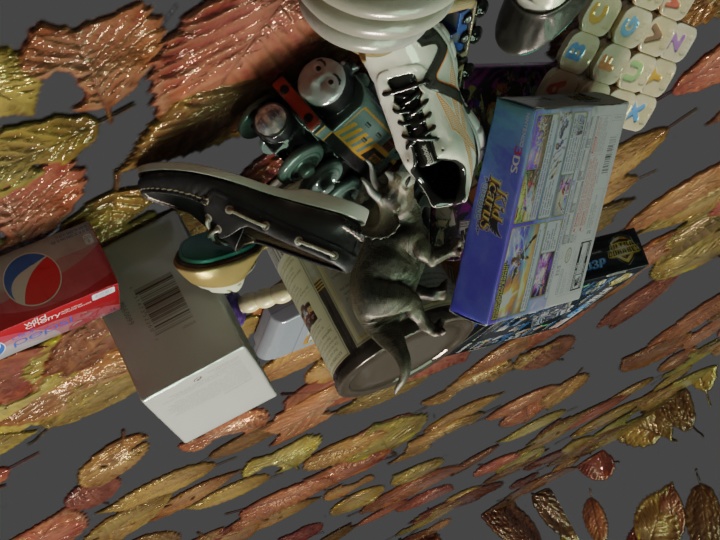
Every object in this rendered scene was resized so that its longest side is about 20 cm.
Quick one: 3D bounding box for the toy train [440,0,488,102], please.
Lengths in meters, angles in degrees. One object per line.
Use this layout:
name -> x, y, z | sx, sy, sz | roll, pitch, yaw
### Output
toy train -> 0.073, -0.165, 1.341 | 0.046, 0.034, 0.200 | -29, 146, -33

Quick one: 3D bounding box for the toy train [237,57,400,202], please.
toy train -> -0.026, -0.121, 1.336 | 0.114, 0.085, 0.200 | -43, 159, 5

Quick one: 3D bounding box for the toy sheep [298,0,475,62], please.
toy sheep -> 0.017, -0.221, 1.046 | 0.138, 0.138, 0.200 | -21, 146, -22

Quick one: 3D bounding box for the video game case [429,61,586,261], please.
video game case -> 0.146, -0.109, 1.491 | 0.036, 0.182, 0.200 | 13, -166, 42

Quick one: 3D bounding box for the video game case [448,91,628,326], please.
video game case -> 0.164, -0.061, 1.413 | 0.181, 0.045, 0.200 | -12, 118, -55

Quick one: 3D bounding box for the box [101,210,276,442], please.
box -> -0.171, 0.059, 1.480 | 0.106, 0.152, 0.200 | -28, 162, -4

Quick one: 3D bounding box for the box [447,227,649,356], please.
box -> 0.187, 0.026, 1.646 | 0.159, 0.046, 0.200 | -13, 164, -27

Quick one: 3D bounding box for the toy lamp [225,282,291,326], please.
toy lamp -> -0.053, 0.016, 1.614 | 0.200, 0.058, 0.058 | -19, 165, 15

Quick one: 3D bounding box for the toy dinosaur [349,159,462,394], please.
toy dinosaur -> 0.031, 0.004, 1.378 | 0.102, 0.200, 0.077 | 10, -168, -8

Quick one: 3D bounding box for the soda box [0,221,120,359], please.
soda box -> -0.311, 0.032, 1.334 | 0.200, 0.070, 0.063 | -24, 162, -16

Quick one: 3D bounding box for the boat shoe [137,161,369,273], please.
boat shoe -> -0.095, -0.044, 1.298 | 0.200, 0.060, 0.074 | 13, 171, 2

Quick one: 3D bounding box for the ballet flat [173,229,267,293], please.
ballet flat -> -0.114, -0.013, 1.380 | 0.069, 0.063, 0.200 | 6, -159, 12

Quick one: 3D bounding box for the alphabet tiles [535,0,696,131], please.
alphabet tiles -> 0.250, -0.196, 1.488 | 0.195, 0.015, 0.200 | 7, 117, -50

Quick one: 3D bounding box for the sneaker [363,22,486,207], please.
sneaker -> 0.053, -0.135, 1.285 | 0.074, 0.080, 0.200 | -14, 132, 24

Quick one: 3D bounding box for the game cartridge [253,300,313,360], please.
game cartridge -> -0.026, 0.038, 1.827 | 0.200, 0.042, 0.133 | -21, 165, -21

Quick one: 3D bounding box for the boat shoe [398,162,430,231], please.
boat shoe -> 0.073, -0.088, 1.544 | 0.070, 0.066, 0.200 | -50, 175, -30

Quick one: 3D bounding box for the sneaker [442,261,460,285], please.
sneaker -> 0.027, -0.007, 1.721 | 0.200, 0.076, 0.088 | 5, 158, -32

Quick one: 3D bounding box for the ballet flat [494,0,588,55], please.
ballet flat -> 0.178, -0.263, 1.277 | 0.200, 0.068, 0.068 | -43, 149, 12

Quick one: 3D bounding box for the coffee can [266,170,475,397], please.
coffee can -> 0.000, 0.000, 1.493 | 0.146, 0.200, 0.146 | -25, 162, -9
